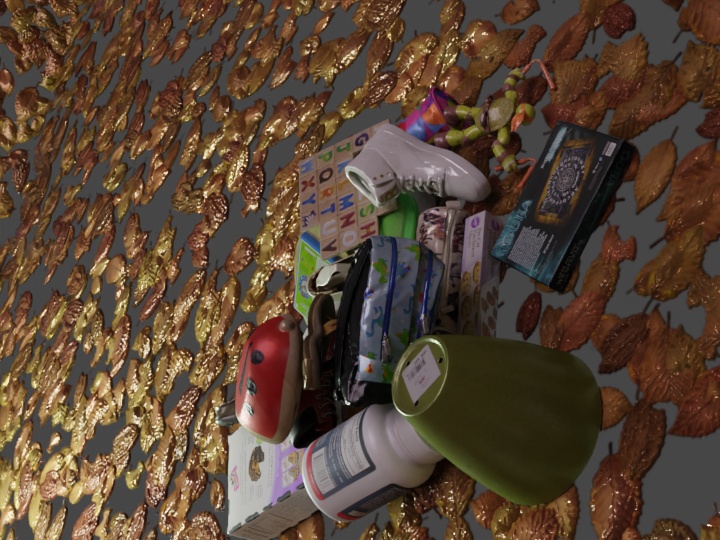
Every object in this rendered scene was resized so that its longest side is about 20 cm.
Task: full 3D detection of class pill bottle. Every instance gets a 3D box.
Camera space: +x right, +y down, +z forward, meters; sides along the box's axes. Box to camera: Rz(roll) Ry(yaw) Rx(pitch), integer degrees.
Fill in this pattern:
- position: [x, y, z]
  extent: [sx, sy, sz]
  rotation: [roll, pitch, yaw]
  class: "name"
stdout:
- position: [0.029, 0.234, 1.517]
  extent: [0.200, 0.119, 0.120]
  rotation: [-36, 43, 37]
  class: "pill bottle"

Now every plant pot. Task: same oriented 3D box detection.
- position: [0.138, 0.150, 1.341]
  extent: [0.187, 0.199, 0.188]
  rotation: [-33, 44, 40]
  class: "plant pot"

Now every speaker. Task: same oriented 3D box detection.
- position: [0.059, -0.025, 1.674]
  extent: [0.088, 0.088, 0.202]
  rotation: [-21, 53, 48]
  class: "speaker"

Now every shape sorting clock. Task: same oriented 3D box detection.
- position: [-0.046, 0.029, 1.763]
  extent: [0.200, 0.039, 0.202]
  rotation: [21, 116, 55]
  class: "shape sorting clock"

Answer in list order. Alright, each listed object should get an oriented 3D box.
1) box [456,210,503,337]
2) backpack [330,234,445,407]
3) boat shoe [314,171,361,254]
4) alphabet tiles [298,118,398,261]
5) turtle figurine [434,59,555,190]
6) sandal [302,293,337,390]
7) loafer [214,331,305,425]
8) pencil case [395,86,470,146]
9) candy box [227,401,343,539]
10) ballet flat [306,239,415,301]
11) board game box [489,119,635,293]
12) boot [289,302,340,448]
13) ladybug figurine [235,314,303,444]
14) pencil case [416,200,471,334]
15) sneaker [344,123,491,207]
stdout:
- position: [0.156, 0.021, 1.547]
  extent: [0.041, 0.039, 0.202]
  rotation: [-20, 54, 45]
  class: "box"
- position: [0.031, 0.056, 1.461]
  extent: [0.163, 0.152, 0.202]
  rotation: [-154, 58, -87]
  class: "backpack"
- position: [-0.001, -0.084, 1.769]
  extent: [0.086, 0.075, 0.203]
  rotation: [-25, 58, 0]
  class: "boat shoe"
- position: [-0.020, -0.113, 1.722]
  extent: [0.166, 0.008, 0.201]
  rotation: [-23, 51, 25]
  class: "alphabet tiles"
- position: [0.178, -0.196, 1.611]
  extent: [0.160, 0.064, 0.202]
  rotation: [-9, 64, 40]
  class: "turtle figurine"
- position: [-0.042, 0.095, 1.541]
  extent: [0.200, 0.054, 0.081]
  rotation: [-81, -12, -68]
  class: "sandal"
- position: [-0.142, 0.162, 1.775]
  extent: [0.199, 0.070, 0.075]
  rotation: [-34, -6, -15]
  class: "loafer"
- position: [0.073, -0.187, 1.763]
  extent: [0.200, 0.088, 0.089]
  rotation: [-38, 41, 34]
  class: "pencil case"
- position: [-0.111, 0.282, 1.729]
  extent: [0.200, 0.071, 0.169]
  rotation: [-38, 42, 35]
  class: "candy box"
- position: [0.000, 0.000, 1.604]
  extent: [0.199, 0.069, 0.070]
  rotation: [-23, 51, 43]
  class: "ballet flat"
- position: [0.252, -0.085, 1.488]
  extent: [0.201, 0.028, 0.135]
  rotation: [-63, 32, 5]
  class: "board game box"
- position: [-0.040, 0.148, 1.635]
  extent: [0.200, 0.072, 0.144]
  rotation: [-48, 45, 9]
  class: "boot"
- position: [-0.122, 0.143, 1.558]
  extent: [0.136, 0.071, 0.201]
  rotation: [-111, 28, -52]
  class: "ladybug figurine"
- position: [0.108, 0.009, 1.585]
  extent: [0.089, 0.077, 0.202]
  rotation: [132, 149, -60]
  class: "pencil case"
- position: [0.073, -0.119, 1.629]
  extent: [0.199, 0.074, 0.116]
  rotation: [28, 61, 30]
  class: "sneaker"
